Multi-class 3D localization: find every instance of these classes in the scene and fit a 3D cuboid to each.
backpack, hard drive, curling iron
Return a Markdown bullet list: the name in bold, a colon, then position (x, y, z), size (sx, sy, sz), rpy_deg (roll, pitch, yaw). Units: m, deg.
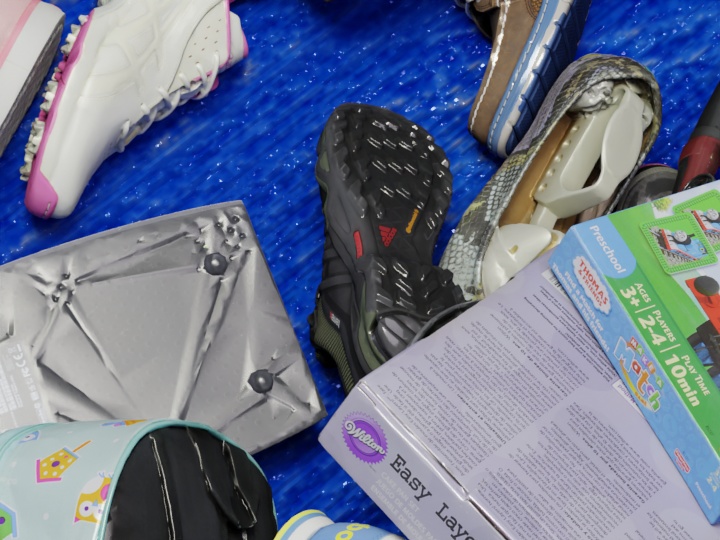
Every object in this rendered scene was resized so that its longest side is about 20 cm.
- **backpack**: position (-0.118, 0.166, 1.222), size (0.152, 0.176, 0.202), rpy_deg (3, 78, 32)
- **hard drive**: position (-0.131, 0.054, 1.338), size (0.199, 0.042, 0.136), rpy_deg (-19, 78, -17)
- **curling iron**: position (0.189, -0.064, 1.413), size (0.026, 0.049, 0.200), rpy_deg (49, 35, -15)

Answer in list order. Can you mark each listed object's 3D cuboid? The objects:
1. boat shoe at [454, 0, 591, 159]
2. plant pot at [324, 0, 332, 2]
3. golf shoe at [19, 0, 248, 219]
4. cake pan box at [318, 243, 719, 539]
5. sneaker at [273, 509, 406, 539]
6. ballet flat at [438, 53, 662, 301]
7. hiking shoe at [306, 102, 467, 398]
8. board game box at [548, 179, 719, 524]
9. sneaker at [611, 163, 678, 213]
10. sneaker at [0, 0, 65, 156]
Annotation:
- **boat shoe**: position (0.088, -0.156, 1.447), size (0.072, 0.072, 0.201), rpy_deg (17, 72, 13)
- **plant pot**: position (-0.024, -0.250, 1.404), size (0.186, 0.186, 0.201), rpy_deg (-27, 93, -19)
- **golf shoe**: position (-0.109, -0.108, 1.382), size (0.091, 0.075, 0.201), rpy_deg (25, 70, -7)
- **cake pan box**: position (0.101, 0.093, 1.229), size (0.200, 0.052, 0.184), rpy_deg (45, 39, 10)
- **sneaker**: position (-0.003, 0.211, 1.201), size (0.082, 0.074, 0.202), rpy_deg (2, 91, 27)
- **ballet flat**: position (0.098, -0.029, 1.387), size (0.072, 0.072, 0.201), rpy_deg (31, 75, -1)
- **hiking shoe**: position (0.000, 0.000, 1.365), size (0.075, 0.101, 0.201), rpy_deg (17, 40, -21)
- **board game box**: position (0.210, 0.021, 1.277), size (0.199, 0.037, 0.152), rpy_deg (-17, 63, -30)
- **sneaker**: position (0.175, 0.032, 1.387), size (0.073, 0.088, 0.201), rpy_deg (-2, 70, -12)
- **sneaker**: position (-0.231, -0.074, 1.335), size (0.104, 0.075, 0.201), rpy_deg (26, 55, -3)
